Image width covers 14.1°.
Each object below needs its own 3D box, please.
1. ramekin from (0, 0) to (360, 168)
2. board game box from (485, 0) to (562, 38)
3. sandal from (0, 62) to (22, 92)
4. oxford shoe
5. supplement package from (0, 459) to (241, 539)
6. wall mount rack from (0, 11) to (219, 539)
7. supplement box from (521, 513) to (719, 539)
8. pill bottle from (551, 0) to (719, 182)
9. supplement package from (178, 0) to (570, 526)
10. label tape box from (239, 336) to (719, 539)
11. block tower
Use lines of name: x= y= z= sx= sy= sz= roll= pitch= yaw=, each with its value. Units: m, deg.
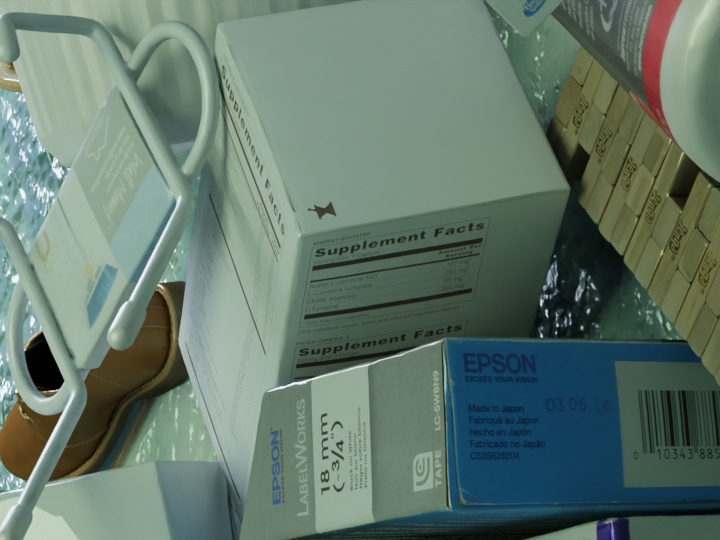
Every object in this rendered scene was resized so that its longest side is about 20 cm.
ramekin: x=-0.058 y=-0.103 z=1.245 sx=0.202 sy=0.201 sz=0.095 roll=-9 pitch=91 yaw=59
board game box: x=0.053 y=-0.177 z=1.006 sx=0.135 sy=0.034 sz=0.200 roll=-47 pitch=36 yaw=5
sandal: x=-0.160 y=-0.130 z=1.530 sx=0.211 sy=0.077 sz=0.070 roll=-170 pitch=78 yaw=-65
oxford shoe: x=-0.155 y=0.058 z=1.517 sx=0.200 sy=0.071 sz=0.072 roll=-46 pitch=51 yaw=51
supplement package: x=-0.095 y=0.148 z=1.243 sx=0.117 sy=0.200 sz=0.118 roll=-13 pitch=83 yaw=15
wall mount rack: x=-0.115 y=0.003 z=1.136 sx=0.200 sy=0.074 sz=0.174 roll=-59 pitch=45 yaw=37
supplement box: x=0.080 y=0.153 z=1.071 sx=0.200 sy=0.103 sz=0.102 roll=-22 pitch=70 yaw=56
pill bottle: x=0.112 y=-0.122 z=1.024 sx=0.200 sy=0.110 sz=0.111 roll=53 pitch=132 yaw=48
supplement package: x=0.000 y=0.000 z=1.159 sx=0.201 sy=0.109 sz=0.114 roll=102 pitch=153 yaw=-51
label tape box: x=0.040 y=0.071 z=1.102 sx=0.200 sy=0.143 sz=0.064 roll=-20 pitch=71 yaw=58
block tower: x=0.132 y=-0.013 z=1.040 sx=0.200 sy=0.054 sz=0.058 roll=55 pitch=134 yaw=47
